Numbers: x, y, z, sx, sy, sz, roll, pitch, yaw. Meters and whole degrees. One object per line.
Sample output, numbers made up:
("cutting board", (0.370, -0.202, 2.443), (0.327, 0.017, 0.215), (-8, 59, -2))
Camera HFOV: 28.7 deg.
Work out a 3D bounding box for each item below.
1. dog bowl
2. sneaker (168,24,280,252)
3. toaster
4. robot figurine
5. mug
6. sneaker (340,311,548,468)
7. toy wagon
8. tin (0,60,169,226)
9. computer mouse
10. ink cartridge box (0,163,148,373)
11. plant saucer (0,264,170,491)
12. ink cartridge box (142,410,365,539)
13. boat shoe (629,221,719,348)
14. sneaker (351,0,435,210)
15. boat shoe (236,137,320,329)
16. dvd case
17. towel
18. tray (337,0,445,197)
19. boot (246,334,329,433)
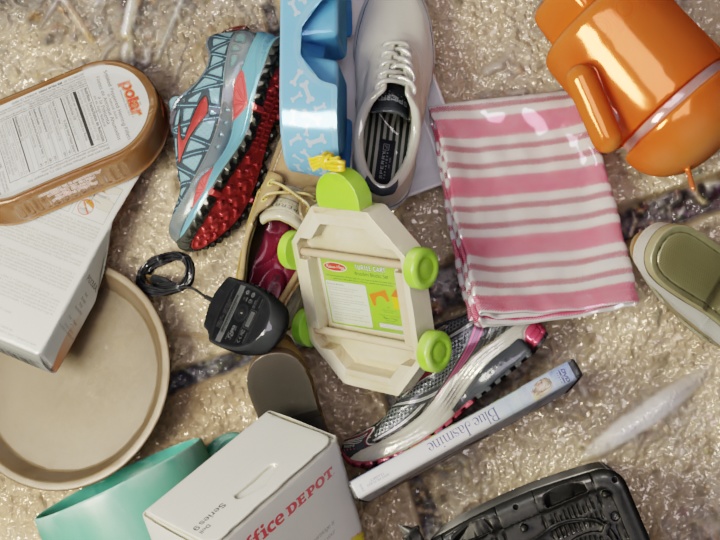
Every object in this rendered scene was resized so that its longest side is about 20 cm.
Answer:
("dog bowl", (-0.036, -0.172, 1.153), (0.049, 0.111, 0.203), (-1, 82, 5))
("sneaker", (-0.128, -0.115, 1.230), (0.095, 0.079, 0.202), (21, 86, 25))
("toaster", (0.153, 0.258, 1.141), (0.179, 0.119, 0.202), (-24, 85, 5))
("robot figurine", (0.230, -0.160, 1.153), (0.117, 0.144, 0.201), (-42, 83, 20))
("mug", (-0.164, 0.217, 1.168), (0.183, 0.152, 0.116), (-24, 91, 4))
("sneaker", (0.062, 0.092, 1.182), (0.199, 0.081, 0.075), (-41, 83, -1))
("toy wagon", (0.000, 0.000, 1.125), (0.154, 0.039, 0.203), (8, 115, 43))
("tin", (-0.265, -0.112, 1.230), (0.198, 0.042, 0.113), (-23, 67, -2))
("computer mouse", (-0.125, 0.027, 1.189), (0.199, 0.034, 0.059), (24, 86, 46))
("ink cartridge box", (-0.294, -0.029, 1.242), (0.160, 0.050, 0.202), (20, 67, 17))
("plant saucer", (-0.256, 0.092, 1.233), (0.197, 0.029, 0.203), (-3, 77, 13))
("ink cartridge box", (-0.070, 0.237, 1.112), (0.087, 0.145, 0.202), (16, 132, 40))
("boat shoe", (0.305, 0.028, 1.158), (0.200, 0.068, 0.075), (41, 87, -13))
("sneaker", (0.030, -0.152, 1.174), (0.072, 0.071, 0.203), (3, 82, -7))
("boat shoe", (-0.059, -0.043, 1.210), (0.073, 0.066, 0.203), (12, 88, 8))
("dvd case", (0.084, 0.132, 1.134), (0.198, 0.143, 0.018), (-29, 79, -1))
("towel", (0.143, -0.056, 1.168), (0.144, 0.030, 0.203), (-7, 72, -9))
("tray", (0.012, -0.158, 1.220), (0.106, 0.022, 0.202), (-20, 85, -9))
("boot", (-0.051, 0.148, 1.200), (0.073, 0.076, 0.203), (-9, 108, 1))
